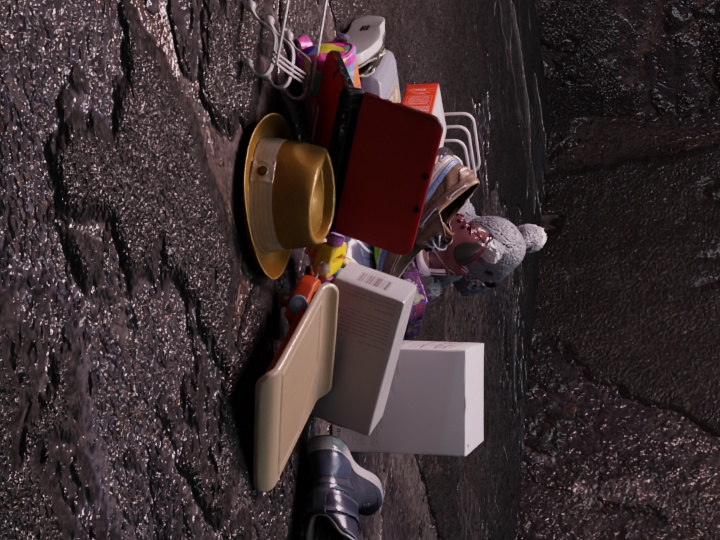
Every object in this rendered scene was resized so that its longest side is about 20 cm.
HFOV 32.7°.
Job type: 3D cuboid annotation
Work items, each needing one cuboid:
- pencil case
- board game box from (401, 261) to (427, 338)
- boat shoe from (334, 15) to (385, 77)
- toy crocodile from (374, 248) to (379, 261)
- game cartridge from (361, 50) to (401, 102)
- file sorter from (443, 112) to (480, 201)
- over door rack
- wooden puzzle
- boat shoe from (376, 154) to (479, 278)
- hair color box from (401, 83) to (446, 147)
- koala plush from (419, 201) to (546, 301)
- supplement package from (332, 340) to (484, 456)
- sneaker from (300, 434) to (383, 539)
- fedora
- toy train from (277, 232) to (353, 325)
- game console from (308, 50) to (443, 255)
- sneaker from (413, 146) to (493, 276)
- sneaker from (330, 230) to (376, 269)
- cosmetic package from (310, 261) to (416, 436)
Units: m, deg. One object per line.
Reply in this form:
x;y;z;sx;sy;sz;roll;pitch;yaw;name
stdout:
-0.035;-0.211;1.636;0.089;0.087;0.202;-65;152;-57;pencil case
0.069;0.025;1.943;0.200;0.032;0.121;96;-19;-73;board game box
0.006;-0.321;1.806;0.200;0.070;0.064;-63;148;-62;boat shoe
0.028;0.024;1.893;0.062;0.067;0.201;-77;163;-48;toy crocodile
0.039;-0.239;1.996;0.134;0.041;0.202;-74;158;-57;game cartridge
0.135;-0.174;2.179;0.201;0.123;0.140;-71;155;-49;file sorter
-0.077;-0.318;1.476;0.202;0.066;0.148;-69;164;2;over door rack
-0.083;0.137;1.474;0.200;0.037;0.187;-56;157;-50;wooden puzzle
0.096;-0.064;1.739;0.201;0.072;0.072;-59;157;5;boat shoe
0.095;-0.208;2.021;0.201;0.060;0.102;-76;159;-45;hair color box
0.188;-0.041;2.008;0.176;0.199;0.186;-8;96;-40;koala plush
0.072;0.183;1.803;0.151;0.198;0.154;-3;93;-74;supplement package
-0.022;0.331;1.661;0.203;0.076;0.148;53;27;-50;sneaker
-0.079;-0.090;1.469;0.200;0.081;0.203;0;90;-75;fedora
-0.063;0.027;1.598;0.200;0.055;0.152;58;52;-74;toy train
0.010;-0.148;1.538;0.173;0.117;0.202;-109;-153;-51;game console
0.154;-0.085;1.893;0.076;0.114;0.203;14;84;-76;sneaker
0.000;0.000;1.784;0.201;0.069;0.110;63;33;-53;sneaker
-0.001;0.104;1.616;0.074;0.101;0.202;-45;153;-65;cosmetic package
